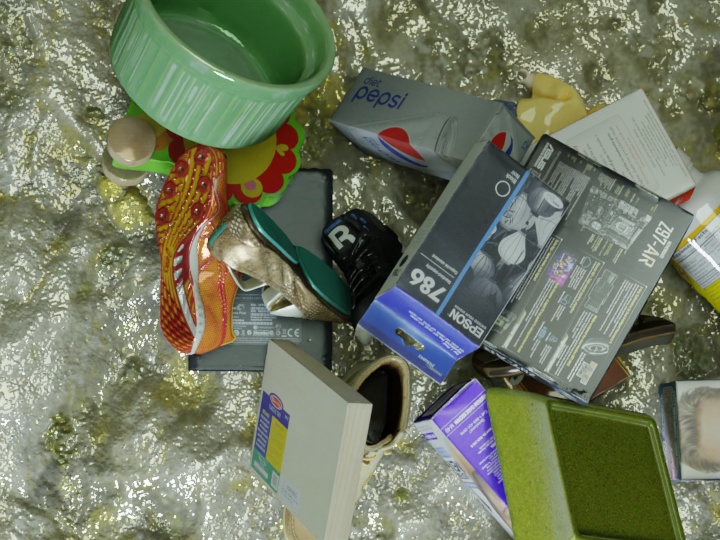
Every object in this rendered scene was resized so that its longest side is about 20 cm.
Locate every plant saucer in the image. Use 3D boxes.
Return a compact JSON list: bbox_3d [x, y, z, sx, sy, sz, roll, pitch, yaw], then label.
[{"bbox_3d":[0.222,0.199,1.576,0.200,0.048,0.200,13,53,-33],"label":"plant saucer"}]

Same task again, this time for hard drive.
[{"bbox_3d":[-0.097,-0.002,1.667,0.139,0.033,0.200,1,83,-7],"label":"hard drive"}]

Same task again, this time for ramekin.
[{"bbox_3d":[-0.132,-0.206,1.567,0.200,0.098,0.200,21,41,-20],"label":"ramekin"}]

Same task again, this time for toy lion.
[{"bbox_3d":[-0.149,-0.151,1.649,0.191,0.069,0.200,5,68,-14],"label":"toy lion"}]

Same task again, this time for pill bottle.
[{"bbox_3d":[0.360,-0.027,1.695,0.200,0.104,0.104,45,80,0],"label":"pill bottle"}]

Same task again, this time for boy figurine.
[{"bbox_3d":[0.182,-0.141,1.706,0.200,0.064,0.125,-6,83,-9],"label":"boy figurine"}]

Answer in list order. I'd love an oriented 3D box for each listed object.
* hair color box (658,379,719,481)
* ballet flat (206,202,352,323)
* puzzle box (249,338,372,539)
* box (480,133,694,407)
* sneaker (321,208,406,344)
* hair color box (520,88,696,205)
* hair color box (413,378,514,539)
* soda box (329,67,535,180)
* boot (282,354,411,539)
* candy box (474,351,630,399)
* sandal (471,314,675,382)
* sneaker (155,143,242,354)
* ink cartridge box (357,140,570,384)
[{"bbox_3d":[0.403,0.157,1.700,0.200,0.061,0.100,-2,83,-7],"label":"hair color box"},{"bbox_3d":[-0.076,0.003,1.590,0.065,0.200,0.071,-32,47,14],"label":"ballet flat"},{"bbox_3d":[-0.049,0.152,1.557,0.025,0.200,0.133,4,103,-24],"label":"puzzle box"},{"bbox_3d":[0.187,-0.001,1.564,0.160,0.044,0.200,29,84,10],"label":"box"},{"bbox_3d":[0.000,0.000,1.606,0.112,0.200,0.073,46,104,3],"label":"sneaker"},{"bbox_3d":[0.204,-0.075,1.630,0.200,0.064,0.111,-27,78,-1],"label":"hair color box"},{"bbox_3d":[0.143,0.200,1.635,0.065,0.109,0.200,-42,89,-10],"label":"hair color box"},{"bbox_3d":[0.065,-0.134,1.626,0.063,0.200,0.068,41,77,-42],"label":"soda box"},{"bbox_3d":[-0.011,0.173,1.593,0.073,0.155,0.200,27,80,-4],"label":"boot"},{"bbox_3d":[0.164,0.048,1.685,0.117,0.056,0.200,-30,89,-11],"label":"candy box"},{"bbox_3d":[0.206,0.083,1.630,0.200,0.082,0.055,-10,106,-16],"label":"sandal"},{"bbox_3d":[-0.146,-0.023,1.594,0.077,0.073,0.200,-14,115,-49],"label":"sneaker"},{"bbox_3d":[0.093,-0.007,1.508,0.099,0.039,0.200,35,80,-14],"label":"ink cartridge box"}]
